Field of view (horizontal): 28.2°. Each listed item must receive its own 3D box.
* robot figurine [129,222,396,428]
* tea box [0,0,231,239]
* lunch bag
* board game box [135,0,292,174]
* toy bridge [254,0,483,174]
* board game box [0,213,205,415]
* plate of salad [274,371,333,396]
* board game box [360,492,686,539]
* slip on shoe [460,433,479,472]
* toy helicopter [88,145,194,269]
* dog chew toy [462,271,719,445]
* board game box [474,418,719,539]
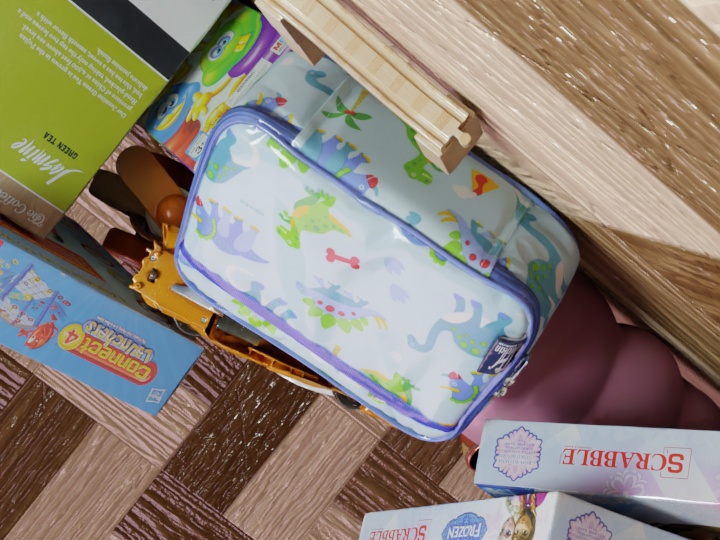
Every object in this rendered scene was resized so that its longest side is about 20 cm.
[{"bbox_3d":[-0.041,0.037,0.886,0.199,0.058,0.145,25,178,-3],"label":"robot figurine"},{"bbox_3d":[-0.219,-0.162,0.883,0.134,0.197,0.200,39,180,-44],"label":"tea box"},{"bbox_3d":[0.003,-0.005,0.764,0.200,0.083,0.161,35,141,2],"label":"lunch bag"},{"bbox_3d":[-0.077,-0.105,0.927,0.103,0.105,0.200,39,179,-34],"label":"board game box"},{"bbox_3d":[-0.027,-0.115,0.647,0.200,0.027,0.067,39,179,17],"label":"toy bridge"},{"bbox_3d":[-0.225,-0.009,0.912,0.200,0.056,0.196,34,-177,-45],"label":"board game box"},{"bbox_3d":[0.000,0.000,1.036,0.200,0.200,0.048,39,151,19],"label":"plate of salad"},{"bbox_3d":[0.129,0.179,0.814,0.199,0.041,0.200,22,159,-22],"label":"board game box"},{"bbox_3d":[0.166,0.121,1.073,0.199,0.061,0.074,-7,142,25],"label":"slip on shoe"},{"bbox_3d":[-0.096,-0.024,0.979,0.199,0.079,0.132,24,172,13],"label":"toy helicopter"},{"bbox_3d":[0.144,0.078,0.902,0.200,0.125,0.125,30,-179,-10],"label":"dog chew toy"},{"bbox_3d":[0.196,0.138,0.804,0.199,0.041,0.200,-1,156,33],"label":"board game box"}]
